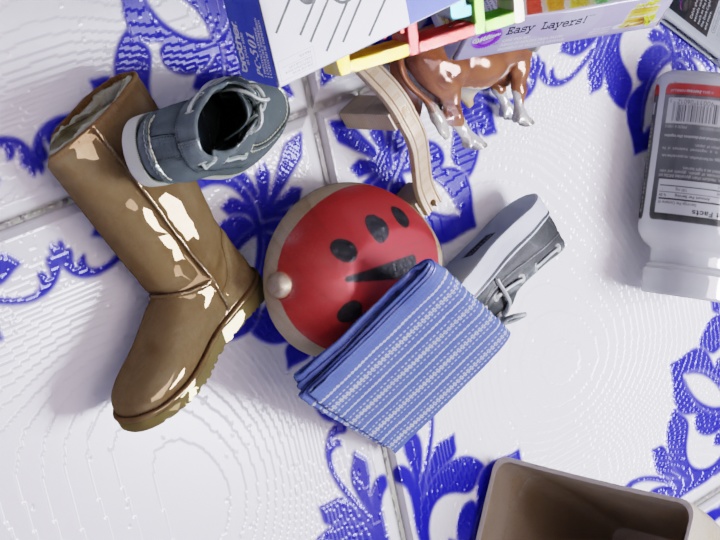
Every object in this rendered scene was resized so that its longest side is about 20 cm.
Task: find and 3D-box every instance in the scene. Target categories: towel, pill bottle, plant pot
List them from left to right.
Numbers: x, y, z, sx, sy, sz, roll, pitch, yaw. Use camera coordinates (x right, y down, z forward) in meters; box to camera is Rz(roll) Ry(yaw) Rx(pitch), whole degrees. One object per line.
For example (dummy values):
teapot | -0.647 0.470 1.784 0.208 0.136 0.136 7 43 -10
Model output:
towel | 0.036 0.068 1.482 0.145 0.024 0.200 -44 152 3
plant pot | 0.220 0.289 1.648 0.177 0.199 0.201 21 81 -52
pill bottle | 0.313 -0.074 1.721 0.115 0.116 0.201 7 91 -40

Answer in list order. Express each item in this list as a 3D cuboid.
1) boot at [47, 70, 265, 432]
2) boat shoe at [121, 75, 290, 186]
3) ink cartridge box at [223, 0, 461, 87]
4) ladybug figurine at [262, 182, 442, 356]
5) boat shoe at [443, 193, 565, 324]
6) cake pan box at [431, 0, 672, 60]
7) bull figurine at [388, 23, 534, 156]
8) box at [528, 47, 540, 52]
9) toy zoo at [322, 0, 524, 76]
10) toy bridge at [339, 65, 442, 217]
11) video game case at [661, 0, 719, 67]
boot | -0.167 -0.012 1.363 0.200 0.066 0.175 58 48 -29
boat shoe | -0.094 -0.104 1.374 0.200 0.061 0.073 -27 102 -60
ink cartridge box | 0.003 -0.199 1.219 0.199 0.044 0.095 -29 120 -30
ladybug figurine | 0.000 0.000 1.469 0.200 0.072 0.137 -19 105 -54
boat shoe | 0.101 0.019 1.582 0.199 0.073 0.068 -45 107 -37
cake pan box | 0.120 -0.262 1.447 0.183 0.052 0.201 -9 63 -24
bull figurine | 0.101 -0.172 1.564 0.199 0.065 0.122 -24 110 -36
box | 0.153 -0.273 1.544 0.200 0.082 0.069 -56 169 -38
toy zoo | 0.027 -0.210 1.278 0.199 0.020 0.132 -21 114 -33
toy bridge | 0.014 -0.125 1.496 0.027 0.067 0.201 -46 122 -26
video game case | 0.338 -0.306 1.776 0.181 0.023 0.201 28 78 -39
